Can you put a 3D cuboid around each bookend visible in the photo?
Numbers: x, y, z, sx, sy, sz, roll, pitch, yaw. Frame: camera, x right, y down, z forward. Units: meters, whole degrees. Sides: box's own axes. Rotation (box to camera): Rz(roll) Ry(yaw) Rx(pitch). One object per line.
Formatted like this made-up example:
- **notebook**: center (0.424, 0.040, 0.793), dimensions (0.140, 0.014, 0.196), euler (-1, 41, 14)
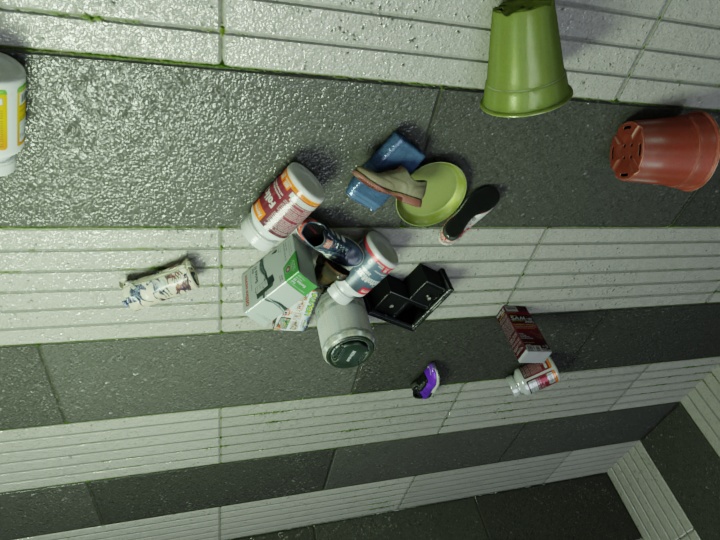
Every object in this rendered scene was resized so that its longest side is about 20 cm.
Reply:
- **bookend**: center (0.142, 0.064, 1.576), dimensions (0.196, 0.093, 0.201), euler (23, 122, -35)

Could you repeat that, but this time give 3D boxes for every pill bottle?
- **pill bottle**: center (-0.187, -0.146, 1.238), dimensions (0.199, 0.116, 0.113), euler (-41, 133, 22)
- **pill bottle**: center (-0.668, -0.277, 0.942), dimensions (0.108, 0.113, 0.202), euler (9, 130, -26)
- **pill bottle**: center (0.699, 0.433, 2.122), dimensions (0.196, 0.115, 0.114), euler (-26, 137, 9)
- **pill bottle**: center (0.000, 0.000, 1.445), dimensions (0.118, 0.121, 0.199), euler (27, 121, -38)

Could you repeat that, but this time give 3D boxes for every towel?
- **towel**: center (0.058, -0.241, 1.277), dimensions (0.110, 0.049, 0.200), euler (25, 122, -37)

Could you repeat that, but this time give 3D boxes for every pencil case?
- **pencil case**: center (-0.508, 0.035, 1.333), dimensions (0.195, 0.080, 0.090), euler (-20, 152, 1)

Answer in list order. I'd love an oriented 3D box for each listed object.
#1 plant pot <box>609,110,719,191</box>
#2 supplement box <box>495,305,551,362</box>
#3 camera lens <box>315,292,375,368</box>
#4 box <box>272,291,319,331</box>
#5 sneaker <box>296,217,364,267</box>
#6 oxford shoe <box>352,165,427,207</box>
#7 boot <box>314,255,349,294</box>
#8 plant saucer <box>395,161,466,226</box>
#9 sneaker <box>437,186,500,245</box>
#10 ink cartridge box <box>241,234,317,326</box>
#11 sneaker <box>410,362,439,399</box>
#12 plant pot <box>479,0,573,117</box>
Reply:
- **plant pot**: center (0.780, -0.312, 1.367), dimensions (0.189, 0.204, 0.204), euler (-1, 135, -6)
- **supplement box**: center (0.557, 0.217, 1.793), dimensions (0.106, 0.203, 0.062), euler (4, 132, -22)
- **camera lens**: center (-0.048, 0.169, 1.536), dimensions (0.155, 0.203, 0.163), euler (-9, 136, -9)
- **box**: center (-0.188, 0.099, 1.539), dimensions (0.107, 0.035, 0.203), euler (5, 132, -23)
- **sneaker**: center (-0.076, -0.066, 1.325), dimensions (0.196, 0.085, 0.076), euler (27, 94, -12)
- **oxford shoe**: center (0.071, -0.216, 1.239), dimensions (0.196, 0.070, 0.077), euler (17, 101, -30)
- **boot**: center (-0.084, 0.027, 1.370), dimensions (0.073, 0.200, 0.099), euler (20, 93, -19)
- **plant saucer**: center (0.182, -0.204, 1.369), dimensions (0.194, 0.032, 0.204), euler (-10, 135, -10)
- **sneaker**: center (0.293, -0.149, 1.445), dimensions (0.201, 0.067, 0.108), euler (-42, 175, -11)
- **ink cartridge box**: center (-0.218, 0.028, 1.377), dimensions (0.198, 0.149, 0.083), euler (-36, 133, 17)
- **sneaker**: center (0.241, 0.431, 1.993), dimensions (0.096, 0.071, 0.204), euler (-5, 134, -11)
- **plant pot**: center (0.339, -0.453, 1.085), dimensions (0.194, 0.202, 0.194), euler (-17, 124, -1)
